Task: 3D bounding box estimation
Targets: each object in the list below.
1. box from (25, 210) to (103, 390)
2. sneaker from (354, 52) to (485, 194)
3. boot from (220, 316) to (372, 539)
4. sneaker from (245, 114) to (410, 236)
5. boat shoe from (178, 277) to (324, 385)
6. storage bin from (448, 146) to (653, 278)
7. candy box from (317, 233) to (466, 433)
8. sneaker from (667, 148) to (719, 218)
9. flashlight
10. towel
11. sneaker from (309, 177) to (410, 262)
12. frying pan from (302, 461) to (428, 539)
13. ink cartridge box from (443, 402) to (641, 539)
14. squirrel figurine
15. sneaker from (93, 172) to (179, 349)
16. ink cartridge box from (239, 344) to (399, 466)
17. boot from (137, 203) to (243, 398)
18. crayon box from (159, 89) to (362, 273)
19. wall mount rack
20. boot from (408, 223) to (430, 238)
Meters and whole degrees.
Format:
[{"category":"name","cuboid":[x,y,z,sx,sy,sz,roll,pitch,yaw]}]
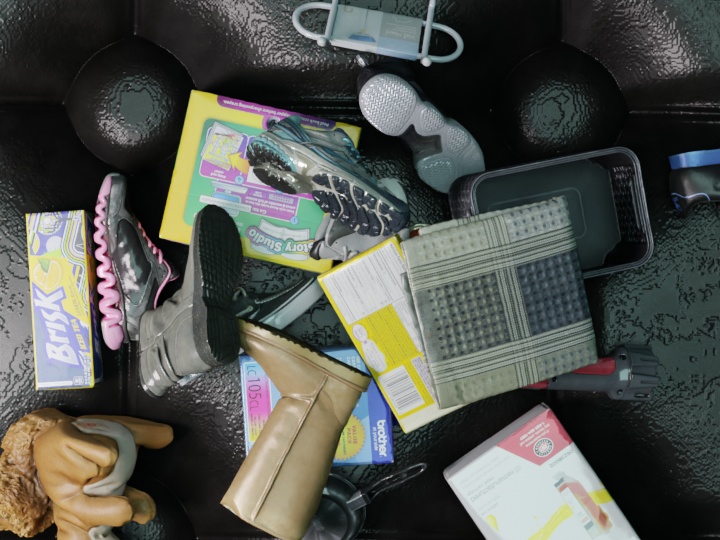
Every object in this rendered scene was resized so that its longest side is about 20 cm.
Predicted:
[{"category":"box","cuboid":[-0.337,0.034,1.664,0.070,0.064,0.201,-4,90,-1]},{"category":"sneaker","cuboid":[0.066,-0.174,1.667,0.075,0.114,0.200,-39,125,14]},{"category":"boot","cuboid":[-0.100,0.172,1.591,0.175,0.066,0.201,27,91,3]},{"category":"sneaker","cuboid":[-0.023,-0.113,1.584,0.200,0.078,0.086,30,60,18]},{"category":"boat shoe","cuboid":[-0.137,0.053,1.657,0.200,0.072,0.071,-31,93,-5]},{"category":"storage bin","cuboid":[0.212,-0.056,1.638,0.199,0.094,0.136,-12,94,-13]},{"category":"candy box","cuboid":[0.045,0.069,1.590,0.102,0.026,0.200,-27,97,15]},{"category":"sneaker","cuboid":[0.454,-0.106,1.678,0.199,0.070,0.078,-6,93,5]},{"category":"flashlight","cuboid":[0.239,0.104,1.651,0.199,0.068,0.068,2,133,-18]},{"category":"towel","cuboid":[0.147,0.033,1.567,0.199,0.035,0.193,-14,97,-14]},{"category":"sneaker","cuboid":[0.000,0.000,1.630,0.115,0.075,0.201,-6,87,-19]},{"category":"frying pan","cuboid":[-0.014,0.275,1.658,0.189,0.031,0.115,-3,118,5]},{"category":"ink cartridge box","cuboid":[0.209,0.274,1.657,0.145,0.083,0.200,-35,90,-1]},{"category":"squirrel figurine","cuboid":[-0.328,0.260,1.643,0.199,0.142,0.187,11,99,13]},{"category":"sneaker","cuboid":[-0.255,-0.013,1.666,0.095,0.079,0.201,-4,97,-7]},{"category":"ink cartridge box","cuboid":[-0.033,0.154,1.661,0.199,0.076,0.137,-5,89,-2]},{"category":"boot","cuboid":[-0.198,0.032,1.605,0.130,0.068,0.201,-22,57,35]},{"category":"crayon box","cuboid":[-0.113,-0.099,1.672,0.199,0.058,0.173,13,90,-2]},{"category":"wall mount rack","cuboid":[0.020,-0.272,1.633,0.199,0.075,0.174,10,48,-1]},{"category":"boot","cuboid":[0.094,0.040,1.650,0.075,0.107,0.201,-17,88,1]}]
